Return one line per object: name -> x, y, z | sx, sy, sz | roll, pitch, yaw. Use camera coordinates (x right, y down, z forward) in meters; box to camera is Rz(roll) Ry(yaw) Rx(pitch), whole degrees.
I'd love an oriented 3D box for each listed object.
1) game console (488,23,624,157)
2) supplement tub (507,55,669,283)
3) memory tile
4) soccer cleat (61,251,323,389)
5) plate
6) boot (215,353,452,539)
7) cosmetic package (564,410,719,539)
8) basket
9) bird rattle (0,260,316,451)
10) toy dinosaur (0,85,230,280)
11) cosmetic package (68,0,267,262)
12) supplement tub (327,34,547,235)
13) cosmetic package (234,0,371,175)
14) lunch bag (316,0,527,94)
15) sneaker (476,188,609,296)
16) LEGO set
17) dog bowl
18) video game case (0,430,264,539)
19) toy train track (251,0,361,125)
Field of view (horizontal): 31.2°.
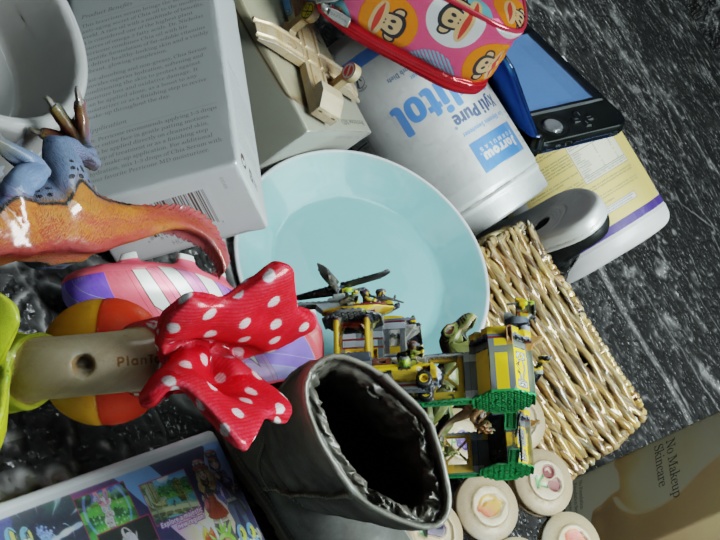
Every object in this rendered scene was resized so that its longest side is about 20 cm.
game console -> 0.137, -0.210, 1.181 | 0.170, 0.119, 0.200 | -15, 49, -27
supplement tub -> 0.207, -0.101, 1.321 | 0.201, 0.145, 0.145 | 60, 28, 2
memory tile -> 0.081, 0.146, 0.924 | 0.152, 0.017, 0.201 | -17, 76, -28
soccer cleat -> -0.094, 0.043, 0.783 | 0.199, 0.066, 0.077 | 20, 60, -48
plate -> 0.000, 0.000, 0.944 | 0.199, 0.026, 0.202 | 10, 57, -17
boot -> 0.004, 0.123, 0.698 | 0.182, 0.200, 0.073 | 45, 63, -10
cosmetic package -> 0.270, 0.194, 1.069 | 0.071, 0.199, 0.106 | 41, 32, -28
basket -> 0.106, 0.087, 1.058 | 0.142, 0.149, 0.201 | -32, 90, -28
bird rattle -> -0.120, 0.037, 0.616 | 0.163, 0.198, 0.114 | -167, -117, -86
toy dinosaur -> -0.157, -0.037, 0.621 | 0.198, 0.106, 0.182 | 12, 17, -6
cosmetic package -> -0.125, -0.112, 0.823 | 0.071, 0.101, 0.201 | 68, 10, -56
supplement tub -> 0.058, -0.124, 1.118 | 0.201, 0.132, 0.132 | 56, 28, -1
cosmetic package -> -0.084, -0.175, 1.003 | 0.103, 0.073, 0.201 | -12, 72, -61
lunch bag -> 0.038, -0.236, 1.004 | 0.175, 0.082, 0.201 | 25, 35, -13
sneaker -> 0.171, 0.001, 1.116 | 0.112, 0.200, 0.073 | 49, 63, -12
LEGO set -> 0.043, 0.053, 0.804 | 0.200, 0.152, 0.117 | 60, 25, -61
dog bowl -> -0.239, -0.140, 0.731 | 0.200, 0.058, 0.201 | 40, 32, -32
video game case -> -0.102, 0.187, 0.665 | 0.200, 0.023, 0.183 | -11, 72, -60
toy train track -> -0.038, -0.200, 0.988 | 0.114, 0.032, 0.201 | 25, 40, -45
